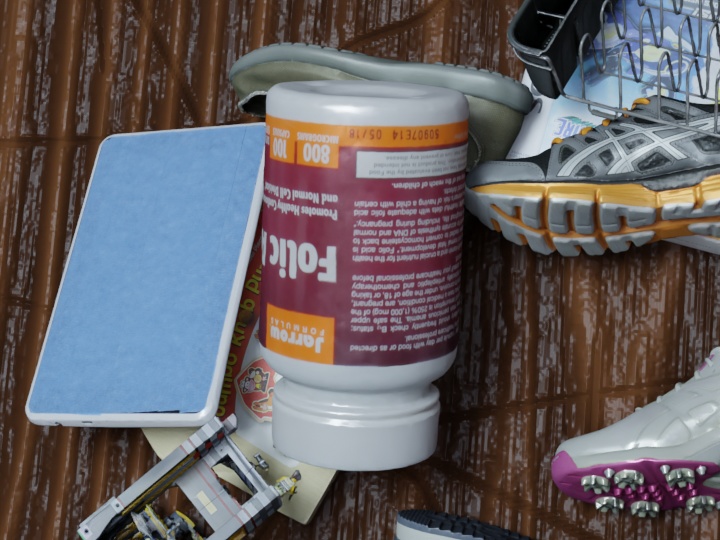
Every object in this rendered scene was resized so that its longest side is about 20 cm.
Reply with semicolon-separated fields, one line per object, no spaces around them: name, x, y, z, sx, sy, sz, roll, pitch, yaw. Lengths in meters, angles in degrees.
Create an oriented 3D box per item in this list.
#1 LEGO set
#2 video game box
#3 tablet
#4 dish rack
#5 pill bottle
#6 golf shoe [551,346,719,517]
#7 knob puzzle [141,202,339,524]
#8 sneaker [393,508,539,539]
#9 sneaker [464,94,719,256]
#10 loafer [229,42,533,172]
LEGO set;-0.062;0.176;0.876;0.116;0.154;0.200;-38;65;-11
video game box;0.197;-0.110;0.927;0.198;0.047;0.185;15;87;12
tablet;-0.125;0.000;0.931;0.129;0.014;0.202;-2;60;23
dish rack;0.198;-0.137;0.841;0.198;0.055;0.154;19;62;28
pill bottle;0.000;0.000;0.857;0.113;0.114;0.203;4;101;10
golf shoe;0.207;0.086;0.891;0.197;0.076;0.093;-10;58;10
knob puzzle;-0.071;0.031;0.959;0.217;0.030;0.223;-1;82;10
sneaker;0.106;0.204;0.889;0.198;0.070;0.083;17;93;18
sneaker;0.155;-0.058;0.874;0.197;0.078;0.078;-4;70;7
loafer;0.004;-0.092;0.931;0.198;0.075;0.071;10;89;28
